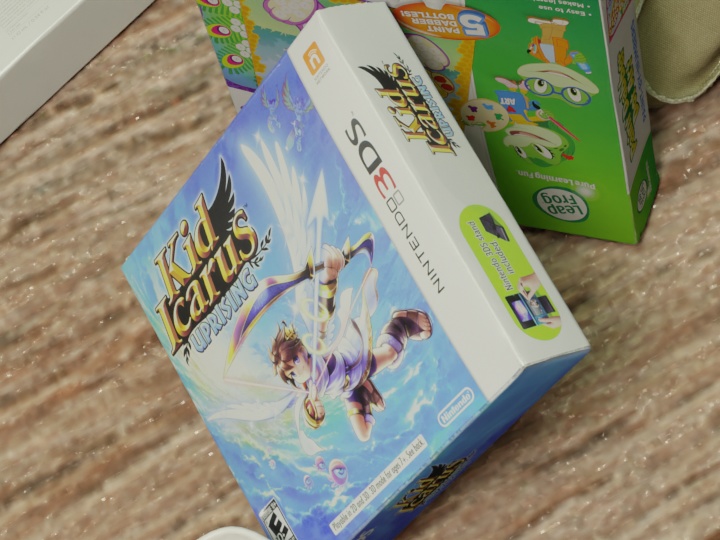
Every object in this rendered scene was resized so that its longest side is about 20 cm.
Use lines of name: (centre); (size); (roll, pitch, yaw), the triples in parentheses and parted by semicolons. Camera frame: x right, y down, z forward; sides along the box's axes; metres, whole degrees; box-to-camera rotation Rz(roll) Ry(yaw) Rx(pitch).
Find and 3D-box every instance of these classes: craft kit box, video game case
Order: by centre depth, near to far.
video game case: (-0.011, 0.015, 1.030); (0.200, 0.045, 0.182); (-48, 63, 42)
craft kit box: (0.029, -0.099, 1.066); (0.199, 0.198, 0.049); (10, 62, 20)

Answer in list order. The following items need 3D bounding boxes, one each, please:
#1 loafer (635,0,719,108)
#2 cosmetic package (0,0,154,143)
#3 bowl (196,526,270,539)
loafer: (0.174, -0.161, 1.083); (0.201, 0.075, 0.068); (-66, 31, 18)
cosmetic package: (-0.212, -0.147, 1.235); (0.200, 0.052, 0.151); (-43, 65, -5)
bowl: (-0.052, 0.239, 1.007); (0.200, 0.075, 0.200); (-45, 60, -7)
